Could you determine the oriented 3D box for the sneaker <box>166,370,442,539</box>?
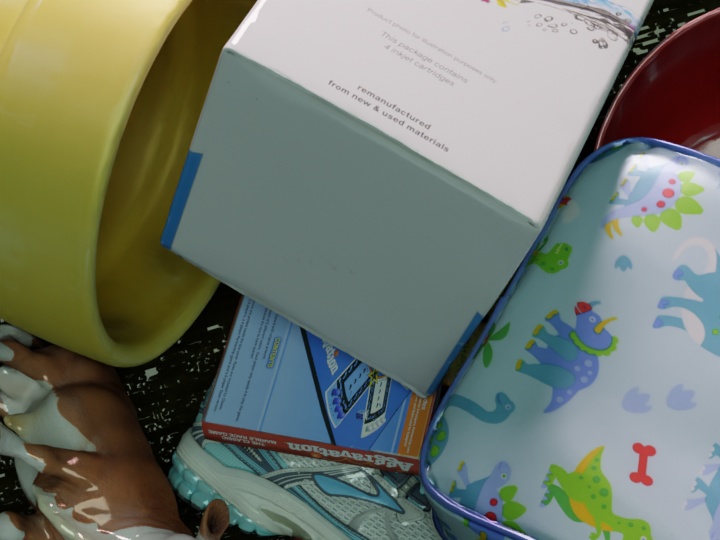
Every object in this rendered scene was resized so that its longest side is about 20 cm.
[{"bbox_3d":[0.004,0.098,0.813,0.199,0.078,0.087,20,96,19],"label":"sneaker"}]

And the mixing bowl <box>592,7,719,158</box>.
[{"bbox_3d":[0.202,-0.026,0.852,0.199,0.108,0.202,0,88,0],"label":"mixing bowl"}]

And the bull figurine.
[{"bbox_3d":[-0.132,0.092,0.798,0.121,0.200,0.065,25,104,-35],"label":"bull figurine"}]

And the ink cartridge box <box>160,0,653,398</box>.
[{"bbox_3d":[0.029,-0.084,0.773,0.144,0.147,0.200,29,54,2],"label":"ink cartridge box"}]

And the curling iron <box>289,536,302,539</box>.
[{"bbox_3d":[-0.037,0.121,0.880,0.049,0.026,0.201,4,87,-4],"label":"curling iron"}]

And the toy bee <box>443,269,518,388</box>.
[{"bbox_3d":[0.083,0.042,0.847,0.199,0.109,0.132,-5,86,-2],"label":"toy bee"}]

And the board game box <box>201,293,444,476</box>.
[{"bbox_3d":[0.000,0.000,0.832,0.102,0.019,0.201,8,55,12],"label":"board game box"}]

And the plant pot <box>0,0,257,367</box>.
[{"bbox_3d":[-0.156,-0.080,0.814,0.188,0.201,0.202,20,87,14],"label":"plant pot"}]

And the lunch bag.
[{"bbox_3d":[0.129,0.055,0.714,0.160,0.083,0.201,22,65,22],"label":"lunch bag"}]
